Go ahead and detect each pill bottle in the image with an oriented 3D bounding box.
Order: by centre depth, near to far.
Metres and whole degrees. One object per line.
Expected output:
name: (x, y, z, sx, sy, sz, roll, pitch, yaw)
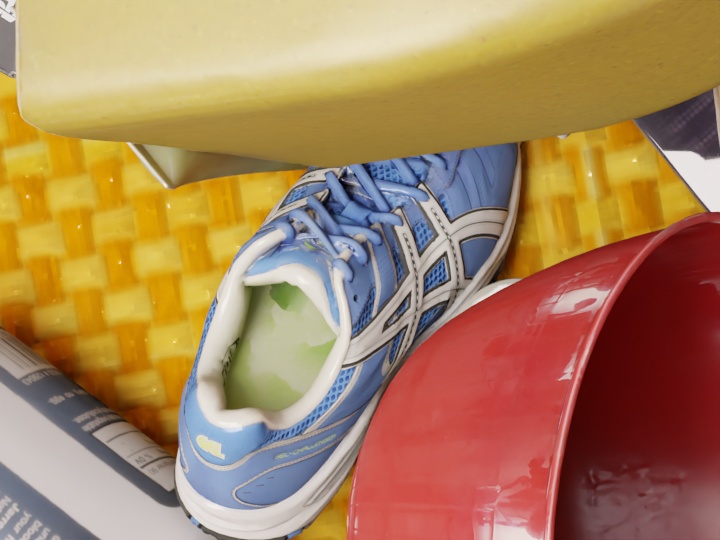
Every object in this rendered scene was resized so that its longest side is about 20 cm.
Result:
pill bottle: (-0.108, 0.112, 1.053, 0.200, 0.120, 0.120, 36, 101, 16)

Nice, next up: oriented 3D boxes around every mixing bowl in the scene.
mixing bowl: (0.066, 0.081, 0.920, 0.108, 0.200, 0.202, 2, 91, 34)

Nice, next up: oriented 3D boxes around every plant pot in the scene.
plant pot: (0.035, -0.134, 0.867, 0.199, 0.195, 0.196, 0, 89, 28)

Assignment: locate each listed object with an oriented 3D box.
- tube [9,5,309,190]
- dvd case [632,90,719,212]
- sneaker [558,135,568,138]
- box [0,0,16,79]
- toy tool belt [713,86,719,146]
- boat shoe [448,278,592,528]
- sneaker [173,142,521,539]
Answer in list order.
tube: (-0.051, -0.058, 0.991, 0.058, 0.200, 0.052, 6, 95, 19)
dvd case: (0.142, -0.112, 1.022, 0.149, 0.016, 0.200, -41, 77, 13)
sneaker: (0.033, -0.140, 1.006, 0.115, 0.074, 0.200, -41, 78, 3)
box: (-0.156, -0.130, 1.047, 0.199, 0.160, 0.044, 32, 101, 15)
toy tool belt: (0.180, -0.036, 0.928, 0.124, 0.123, 0.201, -15, 101, 1)
boat shoe: (0.041, 0.099, 1.033, 0.074, 0.062, 0.201, 11, 97, 13)
sneaker: (0.000, 0.000, 1.012, 0.075, 0.077, 0.201, 22, 68, 14)
